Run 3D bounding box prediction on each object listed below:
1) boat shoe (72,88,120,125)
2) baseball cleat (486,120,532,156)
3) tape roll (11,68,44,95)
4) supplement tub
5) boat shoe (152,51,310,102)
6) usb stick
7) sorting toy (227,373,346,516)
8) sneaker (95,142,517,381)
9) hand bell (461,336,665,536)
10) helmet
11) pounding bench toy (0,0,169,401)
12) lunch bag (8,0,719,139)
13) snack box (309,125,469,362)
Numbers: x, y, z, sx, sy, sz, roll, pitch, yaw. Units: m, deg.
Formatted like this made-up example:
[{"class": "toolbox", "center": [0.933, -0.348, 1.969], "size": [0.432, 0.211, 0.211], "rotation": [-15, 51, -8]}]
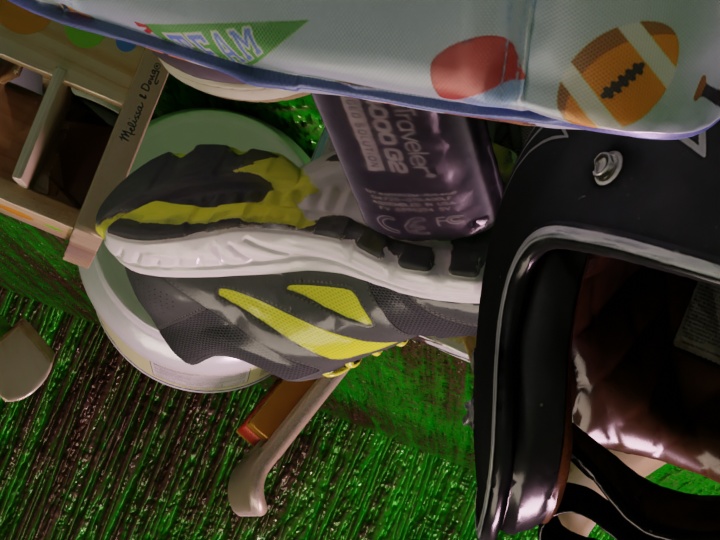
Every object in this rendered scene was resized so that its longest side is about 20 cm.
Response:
[{"class": "boat shoe", "center": [-0.161, -0.067, 1.317], "size": [0.072, 0.061, 0.202], "rotation": [18, 171, 24]}, {"class": "baseball cleat", "center": [0.094, -0.053, 0.818], "size": [0.198, 0.070, 0.106], "rotation": [14, 166, -15]}, {"class": "tape roll", "center": [-0.262, -0.132, 1.157], "size": [0.199, 0.067, 0.200], "rotation": [22, 171, 4]}, {"class": "supplement tub", "center": [-0.085, -0.010, 1.205], "size": [0.144, 0.146, 0.200], "rotation": [21, 171, -1]}, {"class": "boat shoe", "center": [-0.009, -0.102, 0.725], "size": [0.199, 0.072, 0.065], "rotation": [5, 154, 45]}, {"class": "usb stick", "center": [0.009, -0.063, 0.667], "size": [0.055, 0.033, 0.200], "rotation": [1, 155, 12]}, {"class": "sorting toy", "center": [-0.022, 0.054, 1.273], "size": [0.036, 0.201, 0.185], "rotation": [35, 171, -2]}, {"class": "sneaker", "center": [0.000, 0.000, 0.811], "size": [0.198, 0.075, 0.085], "rotation": [6, 135, 24]}, {"class": "hand bell", "center": [0.147, 0.028, 0.816], "size": [0.199, 0.105, 0.104], "rotation": [-24, 164, 4]}, {"class": "helmet", "center": [0.128, 0.006, 0.641], "size": [0.198, 0.192, 0.200], "rotation": [13, -153, -6]}, {"class": "pounding bench toy", "center": [-0.180, -0.059, 0.950], "size": [0.155, 0.201, 0.124], "rotation": [22, 172, -8]}, {"class": "lunch bag", "center": [0.013, -0.098, 0.495], "size": [0.199, 0.076, 0.160], "rotation": [19, -150, 21]}, {"class": "snack box", "center": [0.074, -0.013, 0.889], "size": [0.199, 0.117, 0.037], "rotation": [23, 175, -6]}]
